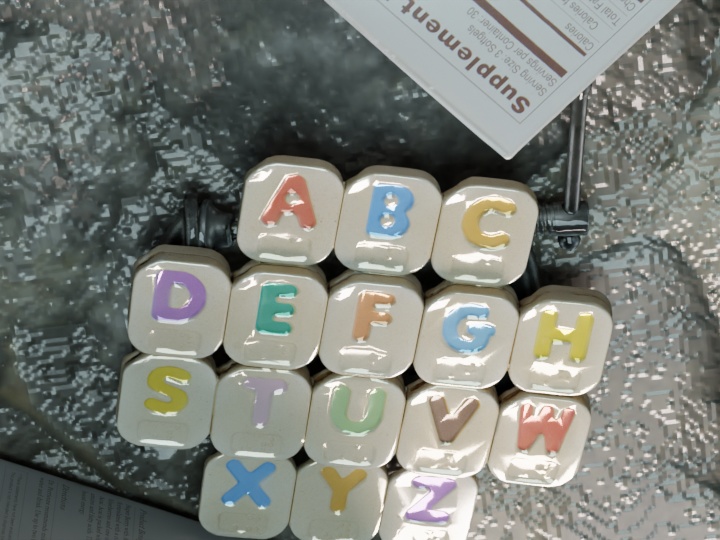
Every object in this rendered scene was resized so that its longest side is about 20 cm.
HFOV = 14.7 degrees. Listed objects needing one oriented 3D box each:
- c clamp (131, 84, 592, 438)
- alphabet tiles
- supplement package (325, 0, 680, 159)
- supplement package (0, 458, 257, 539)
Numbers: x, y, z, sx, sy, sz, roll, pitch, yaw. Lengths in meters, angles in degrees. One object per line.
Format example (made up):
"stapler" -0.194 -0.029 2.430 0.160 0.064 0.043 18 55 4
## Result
"c clamp" 0.000 0.000 1.153 0.199 0.027 0.171 -6 124 1
"alphabet tiles" 0.001 0.042 1.156 0.199 0.015 0.196 6 125 -7
"supplement package" 0.079 -0.163 1.007 0.117 0.117 0.200 39 112 -21
"supplement package" -0.088 0.186 1.197 0.200 0.121 0.120 19 118 -11
